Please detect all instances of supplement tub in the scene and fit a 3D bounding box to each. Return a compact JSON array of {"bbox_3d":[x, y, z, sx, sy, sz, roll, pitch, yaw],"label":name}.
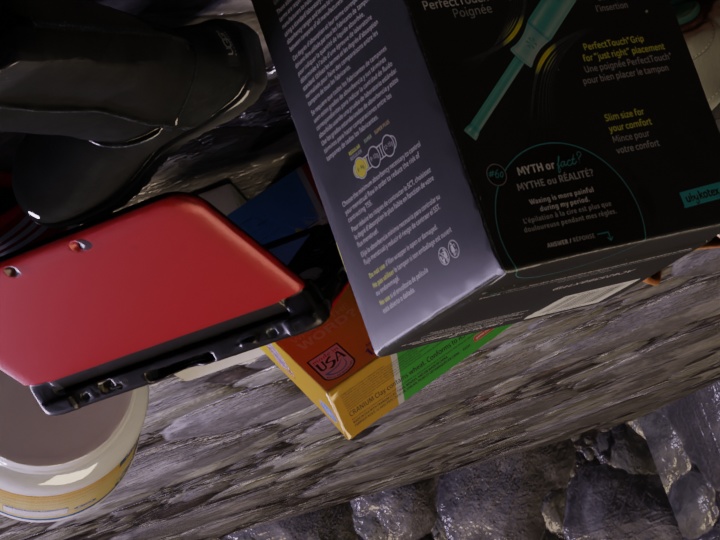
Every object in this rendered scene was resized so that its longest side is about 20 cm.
[{"bbox_3d":[-0.222,0.093,1.557,0.144,0.145,0.200,-17,169,-12],"label":"supplement tub"}]

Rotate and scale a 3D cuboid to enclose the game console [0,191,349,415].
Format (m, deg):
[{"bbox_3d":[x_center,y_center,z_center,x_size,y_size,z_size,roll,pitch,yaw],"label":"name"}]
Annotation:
[{"bbox_3d":[-0.115,-0.005,1.245,0.200,0.119,0.172,-19,-159,29],"label":"game console"}]

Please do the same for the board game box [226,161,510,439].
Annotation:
[{"bbox_3d":[0.000,0.000,1.340,0.153,0.200,0.040,-35,128,-12],"label":"board game box"}]

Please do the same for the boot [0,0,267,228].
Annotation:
[{"bbox_3d":[-0.159,-0.074,1.054,0.165,0.066,0.200,-35,167,26],"label":"boot"}]

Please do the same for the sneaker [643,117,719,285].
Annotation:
[{"bbox_3d":[0.245,-0.056,1.370,0.200,0.085,0.073,-31,152,10],"label":"sneaker"}]

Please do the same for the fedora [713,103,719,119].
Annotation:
[{"bbox_3d":[0.220,-0.111,1.450,0.200,0.092,0.201,-16,154,-8],"label":"fedora"}]

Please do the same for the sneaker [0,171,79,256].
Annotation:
[{"bbox_3d":[-0.264,-0.003,1.252,0.200,0.078,0.116,-32,160,0],"label":"sneaker"}]

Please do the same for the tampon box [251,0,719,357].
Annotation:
[{"bbox_3d":[0.061,-0.084,1.048,0.150,0.200,0.126,-12,167,-32],"label":"tampon box"}]

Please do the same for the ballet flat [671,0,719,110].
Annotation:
[{"bbox_3d":[0.181,-0.126,1.234,0.067,0.064,0.200,-17,-165,20],"label":"ballet flat"}]

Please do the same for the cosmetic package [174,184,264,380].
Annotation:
[{"bbox_3d":[-0.106,0.013,1.533,0.107,0.085,0.200,-20,170,3],"label":"cosmetic package"}]
